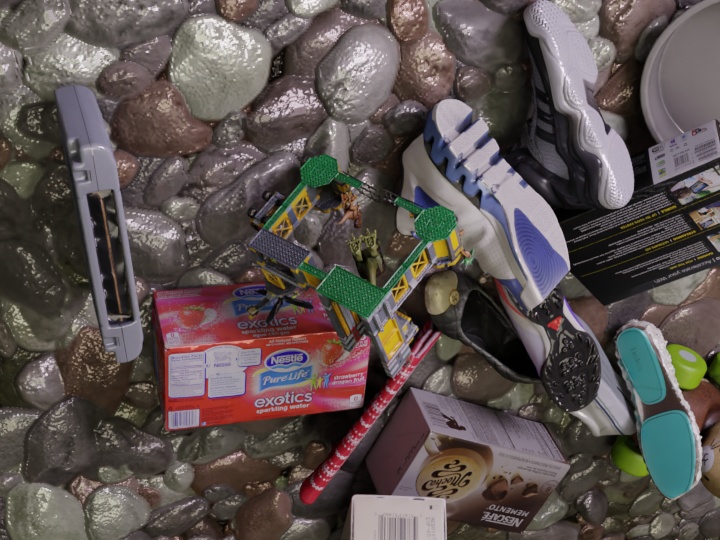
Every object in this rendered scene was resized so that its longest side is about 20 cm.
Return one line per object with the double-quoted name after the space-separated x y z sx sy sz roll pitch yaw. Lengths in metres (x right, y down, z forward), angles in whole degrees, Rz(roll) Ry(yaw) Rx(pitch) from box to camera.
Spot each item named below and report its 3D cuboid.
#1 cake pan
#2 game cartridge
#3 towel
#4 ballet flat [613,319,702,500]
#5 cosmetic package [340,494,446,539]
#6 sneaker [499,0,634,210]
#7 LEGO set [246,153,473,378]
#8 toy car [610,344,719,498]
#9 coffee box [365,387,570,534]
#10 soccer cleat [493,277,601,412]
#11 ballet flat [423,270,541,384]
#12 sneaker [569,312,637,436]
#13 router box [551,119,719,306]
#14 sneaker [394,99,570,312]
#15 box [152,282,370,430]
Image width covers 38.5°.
0.366 -0.174 0.970 0.198 0.037 0.202 11 128 15 "cake pan"
-0.215 -0.042 0.849 0.041 0.134 0.202 -9 125 -13 "game cartridge"
0.012 0.142 1.062 0.022 0.145 0.201 37 109 5 "towel"
0.341 0.151 1.155 0.071 0.072 0.202 -11 82 -12 "ballet flat"
0.031 0.310 1.140 0.102 0.074 0.201 3 152 -3 "cosmetic package"
0.167 -0.139 0.953 0.113 0.075 0.202 -17 102 37 "sneaker"
0.000 0.000 0.920 0.154 0.198 0.116 -58 150 -24 "LEGO set"
0.413 0.213 1.196 0.156 0.201 0.166 7 119 -23 "toy car"
0.122 0.219 1.173 0.198 0.080 0.114 18 115 -28 "coffee box"
0.192 0.057 1.072 0.068 0.073 0.201 -31 114 -3 "soccer cleat"
0.134 0.058 1.077 0.200 0.057 0.067 38 75 -38 "ballet flat"
0.247 0.125 1.163 0.070 0.073 0.200 -24 120 26 "sneaker"
0.291 -0.050 1.020 0.199 0.051 0.149 -23 135 32 "router box"
0.100 -0.050 0.963 0.115 0.080 0.200 -33 91 47 "sneaker"
-0.097 0.076 0.992 0.198 0.096 0.101 -5 124 -16 "box"
